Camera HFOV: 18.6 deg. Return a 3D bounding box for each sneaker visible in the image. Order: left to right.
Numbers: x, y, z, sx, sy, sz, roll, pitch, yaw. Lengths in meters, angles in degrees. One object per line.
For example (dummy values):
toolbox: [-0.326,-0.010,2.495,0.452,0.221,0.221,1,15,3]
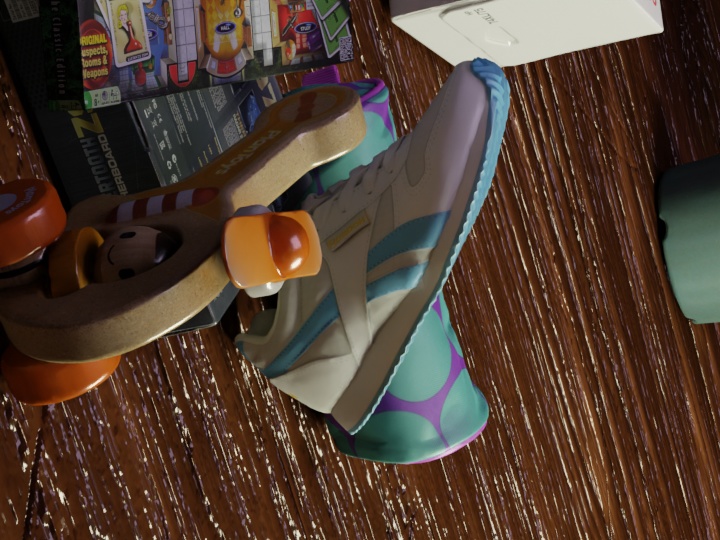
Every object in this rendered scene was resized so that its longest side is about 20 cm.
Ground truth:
sneaker: [0.007,-0.017,1.040,0.200,0.081,0.077,-62,177,25]

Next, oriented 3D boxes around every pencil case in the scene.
pencil case: [0.000,0.000,1.141,0.092,0.085,0.200,-54,130,-63]

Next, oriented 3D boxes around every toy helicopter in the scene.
toy helicopter: [-0.057,-0.024,0.870,0.200,0.132,0.079,-41,121,-41]

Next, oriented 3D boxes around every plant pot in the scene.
plant pot: [0.387,-0.038,2.016,0.200,0.196,0.200,-11,90,-69]

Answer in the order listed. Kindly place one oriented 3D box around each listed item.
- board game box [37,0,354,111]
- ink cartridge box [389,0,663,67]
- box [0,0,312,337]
board game box: [-0.066,-0.130,0.931,0.200,0.023,0.105,-19,106,-56]
ink cartridge box: [0.100,-0.251,1.434,0.147,0.146,0.200,23,59,-66]
box: [-0.093,-0.092,0.986,0.158,0.051,0.200,-60,135,-58]
